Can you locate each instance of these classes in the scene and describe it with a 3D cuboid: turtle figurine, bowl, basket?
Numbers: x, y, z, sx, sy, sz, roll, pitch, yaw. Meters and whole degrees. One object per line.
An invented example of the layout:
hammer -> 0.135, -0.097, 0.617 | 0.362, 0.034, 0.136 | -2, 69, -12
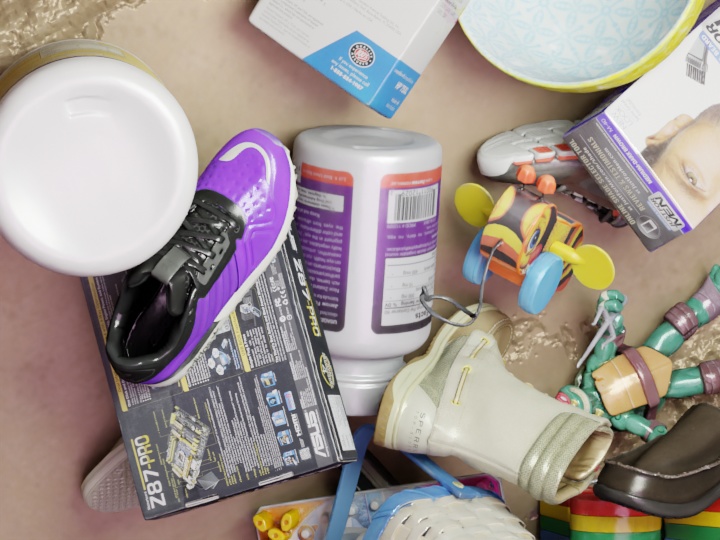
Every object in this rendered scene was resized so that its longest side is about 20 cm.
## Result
turtle figurine -> 0.217, 0.082, 1.780 | 0.199, 0.101, 0.151 | -26, 96, -16
bowl -> 0.174, -0.216, 1.676 | 0.201, 0.200, 0.108 | -56, 153, 4
basket -> 0.039, 0.222, 1.646 | 0.138, 0.200, 0.178 | 7, 104, -38

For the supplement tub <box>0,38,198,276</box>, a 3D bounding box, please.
supplement tub -> -0.191, -0.082, 1.575 | 0.144, 0.200, 0.147 | -2, 101, -9

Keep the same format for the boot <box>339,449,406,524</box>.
boot -> -0.005, 0.251, 1.784 | 0.153, 0.074, 0.204 | -31, 106, 0

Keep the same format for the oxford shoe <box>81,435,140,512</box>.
oxford shoe -> -0.135, 0.107, 1.724 | 0.200, 0.058, 0.075 | -44, 143, 13

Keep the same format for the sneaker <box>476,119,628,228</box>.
sneaker -> 0.185, -0.068, 1.750 | 0.198, 0.077, 0.082 | -3, 111, -13

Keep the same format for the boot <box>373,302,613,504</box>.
boot -> 0.114, 0.098, 1.683 | 0.154, 0.200, 0.073 | 19, 117, 18

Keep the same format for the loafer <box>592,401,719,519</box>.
loafer -> 0.243, 0.131, 1.692 | 0.199, 0.073, 0.072 | -11, 109, -47

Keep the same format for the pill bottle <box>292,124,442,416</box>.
pill bottle -> 0.000, 0.000, 1.698 | 0.111, 0.111, 0.202 | 0, 104, -14

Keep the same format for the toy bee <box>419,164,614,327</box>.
toy bee -> 0.127, -0.023, 1.682 | 0.130, 0.200, 0.109 | 23, 108, 0

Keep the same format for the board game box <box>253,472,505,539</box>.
board game box -> 0.026, 0.265, 1.730 | 0.199, 0.026, 0.201 | -10, 92, 18

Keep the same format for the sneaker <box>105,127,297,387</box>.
sneaker -> -0.113, -0.007, 1.580 | 0.069, 0.099, 0.201 | 30, 95, 15

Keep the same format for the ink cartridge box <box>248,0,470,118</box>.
ink cartridge box -> 0.025, -0.226, 1.642 | 0.116, 0.067, 0.201 | 36, 95, 16

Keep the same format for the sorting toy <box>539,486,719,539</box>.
sorting toy -> 0.229, 0.201, 1.770 | 0.198, 0.199, 0.070 | 0, 89, -14

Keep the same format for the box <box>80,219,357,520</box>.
box -> -0.104, 0.063, 1.651 | 0.160, 0.049, 0.201 | -18, 82, 14

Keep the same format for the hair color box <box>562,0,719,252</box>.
hair color box -> 0.254, -0.117, 1.700 | 0.200, 0.065, 0.110 | -41, 96, -31
